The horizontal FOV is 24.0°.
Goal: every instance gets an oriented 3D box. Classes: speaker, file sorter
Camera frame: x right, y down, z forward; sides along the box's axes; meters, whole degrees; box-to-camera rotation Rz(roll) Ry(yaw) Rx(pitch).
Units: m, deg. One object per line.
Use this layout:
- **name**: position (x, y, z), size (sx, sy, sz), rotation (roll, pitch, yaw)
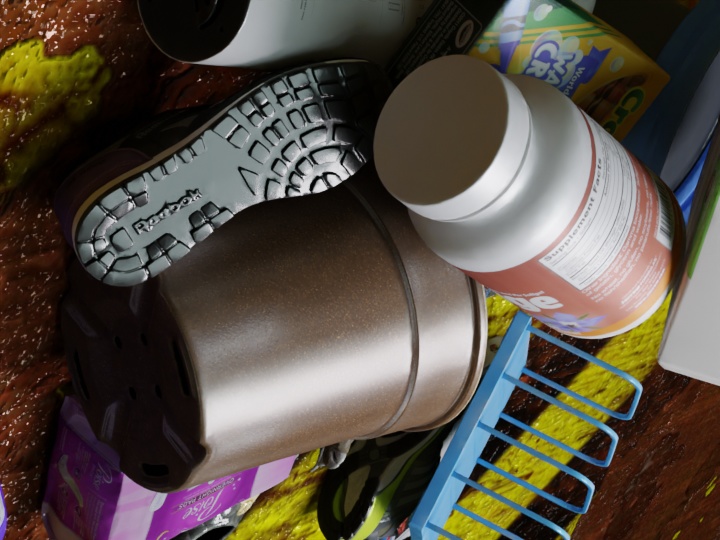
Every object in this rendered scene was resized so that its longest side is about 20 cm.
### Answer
- **speaker**: position (-0.033, -0.151, 0.951), size (0.199, 0.081, 0.082), rotation (-6, 128, -57)
- **file sorter**: position (0.139, 0.166, 1.424), size (0.201, 0.122, 0.139), rotation (-61, 167, -16)

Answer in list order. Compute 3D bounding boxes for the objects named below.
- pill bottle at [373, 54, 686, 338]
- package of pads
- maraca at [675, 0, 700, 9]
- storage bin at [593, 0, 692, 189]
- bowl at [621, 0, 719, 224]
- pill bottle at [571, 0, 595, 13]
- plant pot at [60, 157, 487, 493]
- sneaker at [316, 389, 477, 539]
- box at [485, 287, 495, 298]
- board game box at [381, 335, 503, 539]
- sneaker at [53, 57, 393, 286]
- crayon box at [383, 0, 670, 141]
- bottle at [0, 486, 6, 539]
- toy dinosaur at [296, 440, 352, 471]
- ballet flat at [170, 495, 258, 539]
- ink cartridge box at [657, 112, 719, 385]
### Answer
- **pill bottle**: position (0.095, -0.041, 0.951), size (0.113, 0.112, 0.200), rotation (-54, 140, 5)
- **package of pads**: position (-0.118, 0.115, 1.147), size (0.199, 0.075, 0.121), rotation (-23, 140, -45)
- **maraca**: position (0.281, -0.178, 1.318), size (0.106, 0.200, 0.138), rotation (6, 108, -27)
- **storage bin**: position (0.172, -0.121, 1.236), size (0.145, 0.134, 0.201), rotation (-42, 148, -33)
- **bowl**: position (0.237, -0.106, 1.169), size (0.200, 0.039, 0.202), rotation (-42, 149, -33)
- **pill bottle**: position (0.088, -0.164, 1.093), size (0.114, 0.114, 0.201), rotation (-23, 141, -45)
- **plant pot**: position (-0.062, 0.031, 1.027), size (0.197, 0.200, 0.201), rotation (-18, 139, -36)
- **sneaker**: position (0.042, 0.151, 1.444), size (0.081, 0.074, 0.201), rotation (14, 119, -46)
- **box**: position (0.178, -0.048, 1.389), size (0.199, 0.038, 0.136), rotation (-34, -176, -33)
- **board game box**: position (0.068, 0.160, 1.548), size (0.126, 0.035, 0.201), rotation (-14, 135, -52)
- **sneaker**: position (-0.080, -0.074, 0.940), size (0.199, 0.088, 0.076), rotation (-26, 124, -12)
- **crayon box**: position (0.104, -0.102, 1.031), size (0.199, 0.052, 0.126), rotation (19, 114, -48)
- **bottle**: position (-0.246, 0.099, 0.931), size (0.083, 0.065, 0.201), rotation (-38, 150, -29)
- **toy dinosaur**: position (0.026, 0.074, 1.340), size (0.102, 0.077, 0.200), rotation (-16, -163, 41)
- **ballet flat**: position (-0.138, 0.230, 1.277), size (0.200, 0.057, 0.067), rotation (-49, 155, -7)
- **ink cartridge box**: position (0.250, -0.040, 1.042), size (0.200, 0.083, 0.147), rotation (-63, 167, -55)
